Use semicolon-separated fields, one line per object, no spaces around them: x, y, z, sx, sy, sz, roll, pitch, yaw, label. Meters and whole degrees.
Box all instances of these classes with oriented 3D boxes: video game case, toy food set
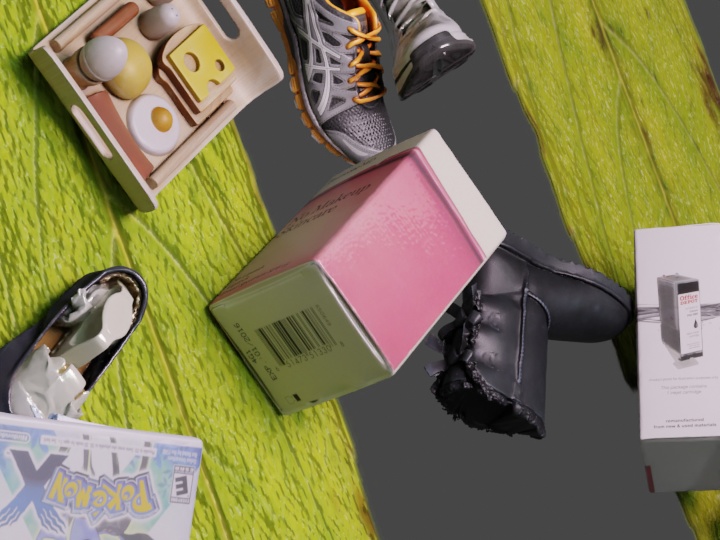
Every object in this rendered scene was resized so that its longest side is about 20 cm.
-0.195;0.189;1.409;0.199;0.022;0.184;11;85;-42;video game case
-0.147;-0.153;1.641;0.144;0.060;0.200;55;44;-14;toy food set

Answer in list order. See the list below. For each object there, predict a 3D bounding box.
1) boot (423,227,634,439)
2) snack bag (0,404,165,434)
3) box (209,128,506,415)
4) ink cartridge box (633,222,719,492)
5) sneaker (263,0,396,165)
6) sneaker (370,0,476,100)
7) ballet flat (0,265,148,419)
0.146;0.065;1.846;0.198;0.073;0.163;26;54;-29;boot
-0.217;0.183;1.418;0.199;0.021;0.190;17;81;-41;snack bag
0.000;0.000;1.680;0.109;0.128;0.200;55;43;-13;box
0.287;0.079;1.934;0.147;0.082;0.201;67;22;-63;ink cartridge box
-0.015;-0.178;1.776;0.078;0.077;0.201;-28;96;-49;sneaker
0.034;-0.207;1.801;0.116;0.075;0.201;57;3;-2;sneaker
-0.204;0.063;1.487;0.073;0.073;0.200;52;45;-17;ballet flat
